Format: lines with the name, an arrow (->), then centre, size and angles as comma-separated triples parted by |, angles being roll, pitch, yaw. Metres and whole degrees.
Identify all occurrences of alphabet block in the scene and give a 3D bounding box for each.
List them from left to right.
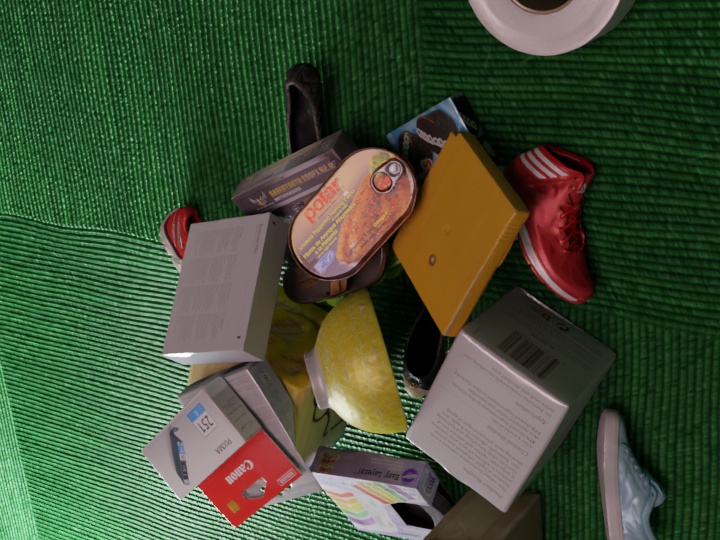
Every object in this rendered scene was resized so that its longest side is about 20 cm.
alphabet block -> -0.129, 0.169, 1.641 | 0.196, 0.195, 0.201 | 27, 123, 20

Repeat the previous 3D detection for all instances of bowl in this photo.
bowl -> -0.014, 0.134, 1.471 | 0.107, 0.200, 0.201 | -17, 104, -2

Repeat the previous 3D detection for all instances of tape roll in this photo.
tape roll -> 0.216, -0.349, 1.243 | 0.202, 0.071, 0.203 | 15, 119, 29

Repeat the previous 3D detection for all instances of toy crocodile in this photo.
toy crocodile -> 0.000, 0.000, 1.554 | 0.200, 0.067, 0.062 | -28, 87, 39

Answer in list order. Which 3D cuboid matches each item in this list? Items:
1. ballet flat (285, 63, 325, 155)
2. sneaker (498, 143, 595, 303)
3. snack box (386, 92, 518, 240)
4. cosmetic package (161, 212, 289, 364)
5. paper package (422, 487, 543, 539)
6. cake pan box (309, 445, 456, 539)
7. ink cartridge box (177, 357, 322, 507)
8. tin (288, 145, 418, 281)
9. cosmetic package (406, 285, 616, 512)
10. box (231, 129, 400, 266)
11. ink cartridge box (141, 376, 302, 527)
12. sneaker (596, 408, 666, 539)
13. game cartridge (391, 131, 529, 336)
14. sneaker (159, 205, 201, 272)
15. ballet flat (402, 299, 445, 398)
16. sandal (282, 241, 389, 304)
ballet flat -> -0.081, -0.189, 1.512 | 0.066, 0.057, 0.201 | 13, 130, 24
sneaker -> 0.252, -0.062, 1.346 | 0.115, 0.078, 0.200 | -33, 91, 41
snack box -> 0.129, -0.116, 1.431 | 0.116, 0.037, 0.201 | -26, 95, 40
cosmetic package -> -0.185, 0.026, 1.515 | 0.150, 0.052, 0.201 | -6, 65, 37
paper package -> 0.179, 0.430, 1.546 | 0.103, 0.190, 0.201 | 6, 113, 32
cake pan box -> 0.048, 0.337, 1.634 | 0.199, 0.052, 0.184 | 3, 144, 32
ink cartridge box -> -0.146, 0.229, 1.536 | 0.160, 0.047, 0.200 | -24, 102, 39
tin -> -0.009, -0.075, 1.425 | 0.112, 0.042, 0.200 | 42, 109, -6
cosmetic package -> 0.194, 0.164, 1.431 | 0.167, 0.166, 0.200 | 36, 126, 17
box -> -0.057, -0.090, 1.523 | 0.200, 0.048, 0.158 | -22, 120, 37
ink cartridge box -> -0.197, 0.267, 1.529 | 0.176, 0.045, 0.200 | 49, 131, 4
sneaker -> 0.357, 0.274, 1.444 | 0.082, 0.074, 0.201 | -6, 104, 5
game cartridge -> 0.120, -0.049, 1.366 | 0.200, 0.032, 0.177 | -62, 39, 32
sneaker -> -0.239, -0.011, 1.712 | 0.085, 0.077, 0.200 | -33, 91, 34
ballet flat -> 0.089, 0.097, 1.543 | 0.066, 0.057, 0.201 | 26, 123, 24
sandal -> -0.041, -0.002, 1.506 | 0.199, 0.055, 0.082 | -19, 88, 37
